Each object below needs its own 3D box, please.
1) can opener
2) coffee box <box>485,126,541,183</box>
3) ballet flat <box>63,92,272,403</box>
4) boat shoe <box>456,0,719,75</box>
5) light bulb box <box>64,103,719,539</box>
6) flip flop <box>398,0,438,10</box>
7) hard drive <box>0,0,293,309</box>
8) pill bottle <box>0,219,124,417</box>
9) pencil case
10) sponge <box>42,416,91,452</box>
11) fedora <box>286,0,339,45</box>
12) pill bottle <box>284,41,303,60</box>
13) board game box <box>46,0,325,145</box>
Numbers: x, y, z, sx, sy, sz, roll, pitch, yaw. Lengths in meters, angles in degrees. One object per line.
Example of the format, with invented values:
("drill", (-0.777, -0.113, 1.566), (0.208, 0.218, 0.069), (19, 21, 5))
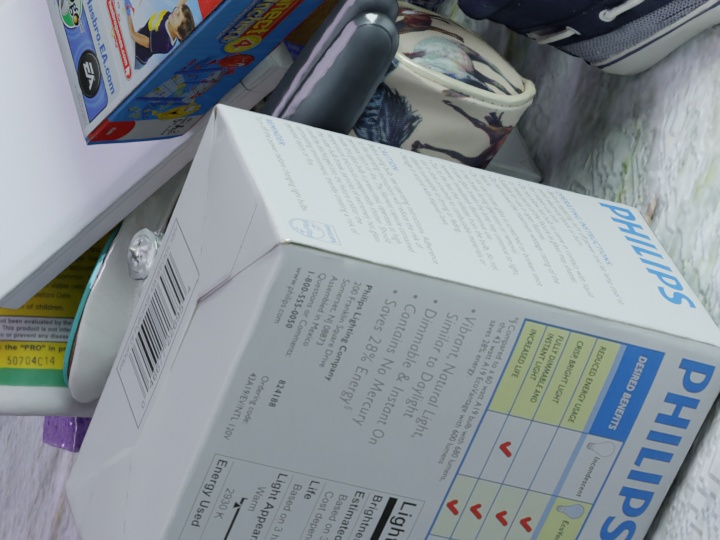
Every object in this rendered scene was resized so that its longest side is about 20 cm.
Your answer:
("can opener", (-0.038, -0.036, 1.255), (0.200, 0.078, 0.063), (-61, 24, 22))
("coffee box", (0.000, 0.000, 1.436), (0.114, 0.079, 0.201), (-111, 41, -57))
("ballet flat", (-0.090, -0.020, 1.481), (0.201, 0.069, 0.069), (-70, 23, 6))
("boat shoe", (0.116, -0.142, 1.231), (0.200, 0.092, 0.075), (-40, 41, 55))
("light bulb box", (0.011, 0.062, 1.215), (0.199, 0.199, 0.125), (-66, 25, 23))
("flip flop", (0.045, -0.192, 1.296), (0.057, 0.081, 0.201), (26, 109, 22))
("hard drive", (-0.134, -0.092, 1.459), (0.200, 0.027, 0.132), (-39, 66, 25))
("pill bottle", (-0.173, -0.025, 1.565), (0.113, 0.112, 0.201), (176, 96, -67))
("pencil case", (-0.010, -0.029, 1.311), (0.200, 0.089, 0.078), (-56, 2, 28))
("sponge", (-0.149, 0.001, 1.670), (0.112, 0.030, 0.201), (-179, 93, -76))
("fedora", (-0.022, -0.205, 1.412), (0.201, 0.082, 0.201), (51, 151, 42))
("pill bottle", (-0.060, -0.103, 1.600), (0.112, 0.112, 0.201), (-42, 39, 53))
("board game box", (-0.084, -0.188, 1.343), (0.196, 0.056, 0.201), (-37, 64, 51))
